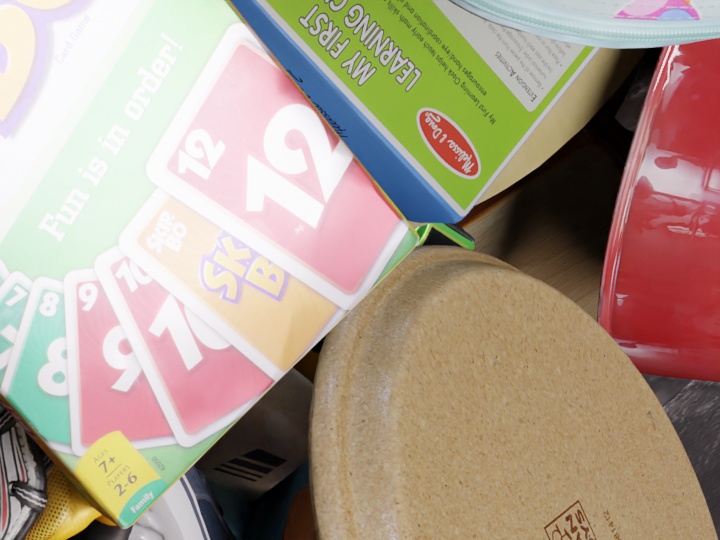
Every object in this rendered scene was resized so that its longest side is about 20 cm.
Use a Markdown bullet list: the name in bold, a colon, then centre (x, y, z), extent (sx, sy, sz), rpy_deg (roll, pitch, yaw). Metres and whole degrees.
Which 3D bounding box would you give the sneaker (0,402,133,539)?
- **sneaker**: centre (-0.086, 0.030, 0.686), extent (0.082, 0.201, 0.078), rpy_deg (0, -170, 33)

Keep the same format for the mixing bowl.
- **mixing bowl**: centre (0.162, -0.043, 0.905), extent (0.200, 0.108, 0.201), rpy_deg (21, 90, -74)

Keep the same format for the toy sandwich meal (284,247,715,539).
- **toy sandwich meal**: centre (0.032, 0.093, 0.805), extent (0.070, 0.206, 0.205), rpy_deg (-23, 162, 33)

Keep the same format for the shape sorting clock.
- **shape sorting clock**: centre (0.022, -0.100, 0.787), extent (0.200, 0.039, 0.200), rpy_deg (-23, 129, -31)

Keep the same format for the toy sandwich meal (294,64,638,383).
- **toy sandwich meal**: centre (0.025, -0.020, 0.937), extent (0.205, 0.070, 0.205), rpy_deg (-26, 153, -14)

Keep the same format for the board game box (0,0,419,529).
- **board game box**: centre (-0.081, -0.047, 0.612), extent (0.096, 0.200, 0.030), rpy_deg (-44, -159, -11)

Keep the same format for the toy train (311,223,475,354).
- **toy train**: centre (0.000, 0.000, 0.861), extent (0.200, 0.042, 0.057), rpy_deg (32, 85, -38)

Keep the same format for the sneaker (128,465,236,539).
- **sneaker**: centre (-0.062, 0.100, 0.798), extent (0.078, 0.079, 0.200), rpy_deg (-9, 115, 15)

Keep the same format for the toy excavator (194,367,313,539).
- **toy excavator**: centre (-0.032, 0.060, 0.861), extent (0.194, 0.100, 0.200), rpy_deg (26, 152, -18)

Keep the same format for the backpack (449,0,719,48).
- **backpack**: centre (0.057, -0.144, 0.640), extent (0.199, 0.176, 0.153), rpy_deg (0, 141, -30)
